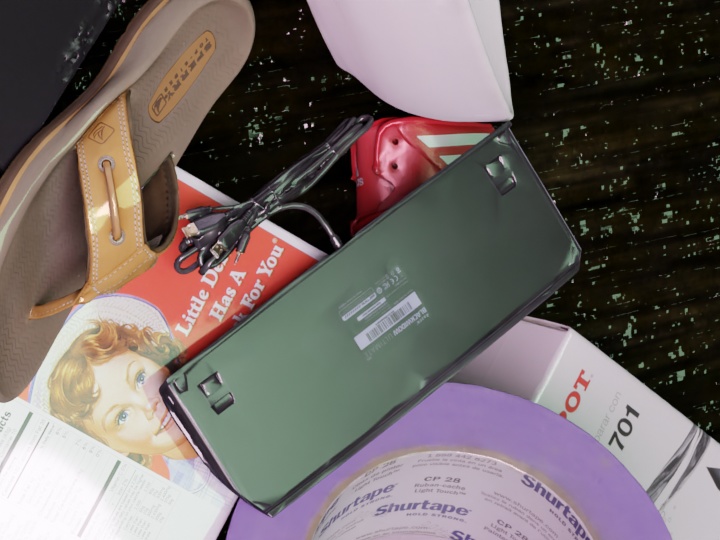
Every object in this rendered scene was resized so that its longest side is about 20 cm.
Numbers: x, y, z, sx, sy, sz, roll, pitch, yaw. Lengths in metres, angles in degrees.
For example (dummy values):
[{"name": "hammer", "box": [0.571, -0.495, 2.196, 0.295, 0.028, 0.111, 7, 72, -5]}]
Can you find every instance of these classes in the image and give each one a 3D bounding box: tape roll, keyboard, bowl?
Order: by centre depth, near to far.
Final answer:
[{"name": "keyboard", "box": [-0.004, 0.001, 1.031, 0.200, 0.021, 0.127, -37, 104, -23]}, {"name": "bowl", "box": [0.008, -0.173, 1.035, 0.200, 0.074, 0.201, 61, 21, -68]}, {"name": "tape roll", "box": [0.034, 0.154, 1.041, 0.200, 0.200, 0.085, -32, 160, -28]}]

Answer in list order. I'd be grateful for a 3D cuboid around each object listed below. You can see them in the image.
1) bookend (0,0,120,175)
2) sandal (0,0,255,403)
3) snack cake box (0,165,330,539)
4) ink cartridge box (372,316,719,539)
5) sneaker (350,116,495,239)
[{"name": "bookend", "box": [-0.172, -0.177, 0.938, 0.200, 0.092, 0.199, 41, 73, -43]}, {"name": "sandal", "box": [-0.094, -0.033, 0.971, 0.200, 0.054, 0.080, -55, 153, -16]}, {"name": "snack cake box", "box": [-0.101, 0.061, 1.042, 0.115, 0.067, 0.201, 30, 79, -11]}, {"name": "ink cartridge box", "box": [0.108, 0.131, 1.219, 0.200, 0.086, 0.147, 37, 76, -35]}, {"name": "sneaker", "box": [0.000, 0.000, 1.141, 0.200, 0.078, 0.116, -37, 101, -27]}]
